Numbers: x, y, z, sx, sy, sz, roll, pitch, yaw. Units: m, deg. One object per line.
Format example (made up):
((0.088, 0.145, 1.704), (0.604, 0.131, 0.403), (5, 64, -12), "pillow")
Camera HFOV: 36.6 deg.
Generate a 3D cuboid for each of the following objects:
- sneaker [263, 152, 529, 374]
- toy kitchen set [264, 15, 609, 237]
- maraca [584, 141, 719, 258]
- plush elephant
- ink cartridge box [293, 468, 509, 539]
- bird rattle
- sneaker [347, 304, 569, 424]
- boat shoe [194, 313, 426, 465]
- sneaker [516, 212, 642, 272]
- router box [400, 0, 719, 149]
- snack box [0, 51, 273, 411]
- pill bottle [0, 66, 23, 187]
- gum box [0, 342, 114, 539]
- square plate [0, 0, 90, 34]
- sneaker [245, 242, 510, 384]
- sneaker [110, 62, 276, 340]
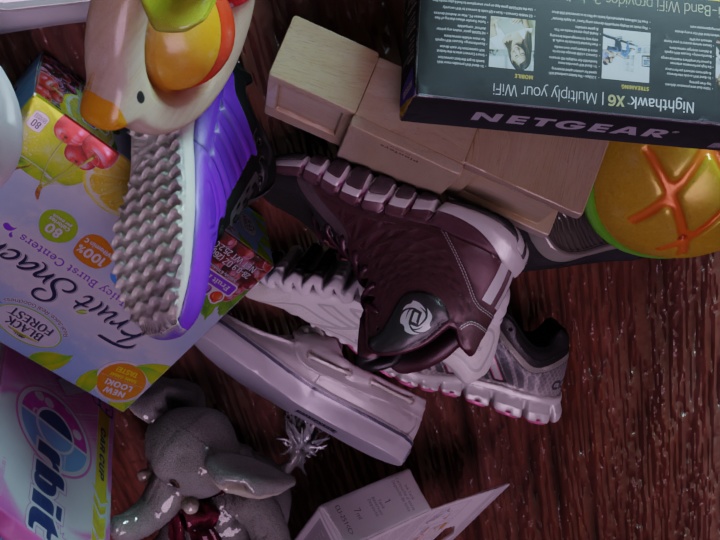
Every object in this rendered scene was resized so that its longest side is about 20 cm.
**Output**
((0.000, 0.000, 0.700), (0.076, 0.198, 0.117), (38, 73, -60), "sneaker")
((0.059, -0.136, 0.714), (0.198, 0.163, 0.182), (23, 80, -4), "toy kitchen set")
((0.237, -0.072, 0.724), (0.197, 0.107, 0.139), (-5, 123, -18), "maraca")
((-0.122, 0.171, 0.837), (0.201, 0.164, 0.155), (-56, 137, -7), "plush elephant")
((0.012, 0.237, 0.947), (0.175, 0.045, 0.201), (-14, 151, -34), "ink cartridge box")
((-0.096, -0.155, 0.579), (0.111, 0.200, 0.165), (22, 112, 9), "bird rattle")
((0.078, 0.050, 0.849), (0.197, 0.074, 0.088), (18, 100, -10), "sneaker")
((-0.037, 0.077, 0.842), (0.198, 0.072, 0.066), (30, 72, -8), "boat shoe")
((0.167, -0.039, 0.814), (0.198, 0.076, 0.106), (-5, 174, -36), "sneaker")
((0.125, -0.158, 0.608), (0.197, 0.052, 0.160), (5, 82, -7), "router box")
((-0.187, -0.017, 0.740), (0.168, 0.068, 0.199), (-41, 122, 17), "snack box")
((-0.299, -0.059, 0.635), (0.198, 0.113, 0.112), (-22, 131, 33), "pill bottle")
((-0.233, 0.137, 0.756), (0.066, 0.201, 0.114), (-33, 124, 12), "gum box")
((-0.171, -0.229, 0.618), (0.197, 0.029, 0.200), (-8, 127, -7), "square plate")
((0.005, 0.031, 0.777), (0.197, 0.075, 0.082), (10, 112, 14), "sneaker")
((-0.093, -0.053, 0.673), (0.069, 0.203, 0.099), (-17, 156, 41), "sneaker")
